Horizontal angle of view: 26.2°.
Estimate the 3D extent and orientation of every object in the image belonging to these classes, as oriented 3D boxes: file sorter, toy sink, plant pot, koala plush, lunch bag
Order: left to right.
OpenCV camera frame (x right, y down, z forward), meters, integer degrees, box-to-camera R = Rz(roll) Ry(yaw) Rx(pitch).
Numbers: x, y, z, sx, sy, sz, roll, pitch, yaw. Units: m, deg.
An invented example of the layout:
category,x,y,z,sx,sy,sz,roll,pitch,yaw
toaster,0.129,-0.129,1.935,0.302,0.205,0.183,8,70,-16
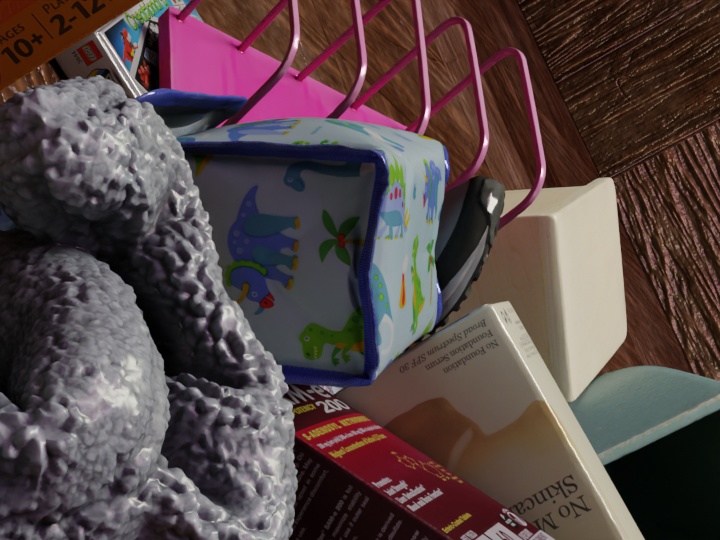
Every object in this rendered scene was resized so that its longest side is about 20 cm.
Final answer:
category,x,y,z,sx,sy,sz,roll,pitch,yaw
koala plush,-0.127,0.055,0.417,0.184,0.177,0.200,58,21,14
lunch bag,-0.068,-0.020,0.737,0.170,0.200,0.128,-20,112,-76
file sorter,-0.003,-0.100,0.930,0.200,0.125,0.139,24,43,-33
toy sink,0.117,0.010,1.127,0.200,0.112,0.131,-30,116,-66
plant pot,0.160,0.175,1.061,0.200,0.195,0.197,-143,-150,-70

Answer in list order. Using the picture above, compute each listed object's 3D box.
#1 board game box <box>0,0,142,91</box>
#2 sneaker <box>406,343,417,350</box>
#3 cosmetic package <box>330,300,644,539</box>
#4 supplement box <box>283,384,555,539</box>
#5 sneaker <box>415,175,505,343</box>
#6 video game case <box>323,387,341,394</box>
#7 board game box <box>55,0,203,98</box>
category,x,y,z,sx,sy,sz,roll,pitch,yaw
board game box,-0.173,-0.234,0.733,0.200,0.200,0.200,51,19,-30
sneaker,-0.013,-0.007,1.107,0.077,0.078,0.200,5,59,-37
cosmetic package,0.080,0.126,0.813,0.200,0.105,0.071,59,11,7
supplement box,-0.013,0.107,0.743,0.200,0.061,0.109,32,9,14
sneaker,0.000,0.000,0.855,0.079,0.200,0.074,40,43,-22
video game case,-0.032,0.096,0.946,0.143,0.019,0.200,52,19,-30
board game box,-0.121,-0.112,0.993,0.126,0.035,0.200,58,16,-14
